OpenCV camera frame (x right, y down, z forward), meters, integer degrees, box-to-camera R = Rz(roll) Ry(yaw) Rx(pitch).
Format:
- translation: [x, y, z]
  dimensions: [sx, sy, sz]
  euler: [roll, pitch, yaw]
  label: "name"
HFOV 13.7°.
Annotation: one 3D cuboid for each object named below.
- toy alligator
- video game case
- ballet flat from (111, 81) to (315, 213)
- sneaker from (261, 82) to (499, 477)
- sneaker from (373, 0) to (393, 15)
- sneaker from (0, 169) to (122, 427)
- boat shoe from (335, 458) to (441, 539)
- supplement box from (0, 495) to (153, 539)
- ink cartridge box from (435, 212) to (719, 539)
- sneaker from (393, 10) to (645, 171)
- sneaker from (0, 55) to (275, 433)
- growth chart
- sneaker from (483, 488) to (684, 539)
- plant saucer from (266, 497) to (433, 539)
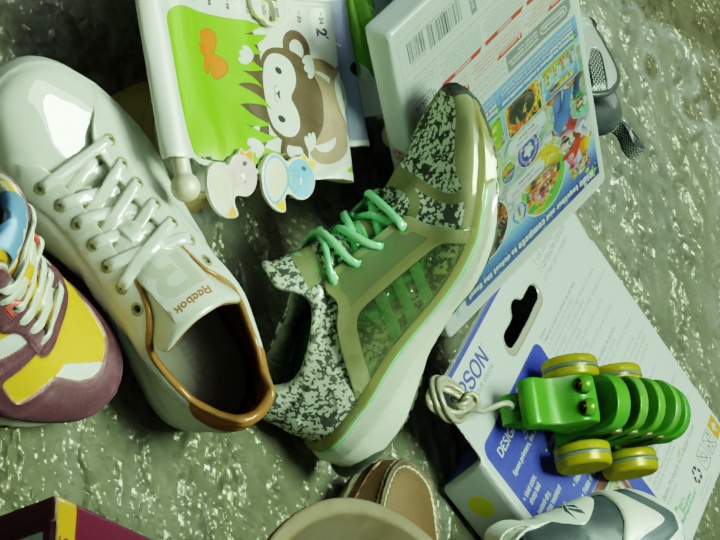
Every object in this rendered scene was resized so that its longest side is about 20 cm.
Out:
- translation: [0.117, 0.071, 1.560]
  dimensions: [0.200, 0.054, 0.059]
  euler: [12, 64, -48]
  label: "toy alligator"
- translation: [0.067, -0.082, 1.525]
  dimensions: [0.143, 0.018, 0.200]
  euler: [-44, 140, -31]
  label: "video game case"
- translation: [-0.066, -0.070, 1.458]
  dimensions: [0.200, 0.063, 0.069]
  euler: [-24, 91, -54]
  label: "ballet flat"
- translation: [0.000, 0.000, 1.437]
  dimensions: [0.089, 0.077, 0.200]
  euler: [18, 100, -30]
  label: "sneaker"
- translation: [-0.025, -0.152, 1.543]
  dimensions: [0.200, 0.075, 0.088]
  euler: [-1, 73, -53]
  label: "sneaker"
- translation: [-0.159, 0.006, 1.275]
  dimensions: [0.200, 0.090, 0.075]
  euler: [30, 50, -40]
  label: "sneaker"
- translation: [0.023, 0.183, 1.434]
  dimensions: [0.076, 0.074, 0.200]
  euler: [33, 48, -39]
  label: "boat shoe"
- translation: [-0.090, 0.186, 1.276]
  dimensions: [0.200, 0.086, 0.111]
  euler: [30, 50, -41]
  label: "supplement box"
- translation: [0.114, 0.085, 1.630]
  dimensions: [0.200, 0.047, 0.198]
  euler: [52, 40, -19]
  label: "ink cartridge box"
- translation: [0.097, -0.086, 1.644]
  dimensions: [0.140, 0.078, 0.200]
  euler: [30, 50, -23]
  label: "sneaker"
- translation: [-0.097, -0.013, 1.356]
  dimensions: [0.073, 0.085, 0.200]
  euler: [-39, 107, -18]
  label: "sneaker"
- translation: [-0.043, -0.100, 1.430]
  dimensions: [0.200, 0.018, 0.145]
  euler: [-14, 87, -55]
  label: "growth chart"
- translation: [0.094, 0.211, 1.507]
  dimensions: [0.129, 0.079, 0.199]
  euler: [0, 101, -32]
  label: "sneaker"
- translation: [0.003, 0.198, 1.294]
  dimensions: [0.200, 0.029, 0.200]
  euler: [29, 51, -45]
  label: "plant saucer"
